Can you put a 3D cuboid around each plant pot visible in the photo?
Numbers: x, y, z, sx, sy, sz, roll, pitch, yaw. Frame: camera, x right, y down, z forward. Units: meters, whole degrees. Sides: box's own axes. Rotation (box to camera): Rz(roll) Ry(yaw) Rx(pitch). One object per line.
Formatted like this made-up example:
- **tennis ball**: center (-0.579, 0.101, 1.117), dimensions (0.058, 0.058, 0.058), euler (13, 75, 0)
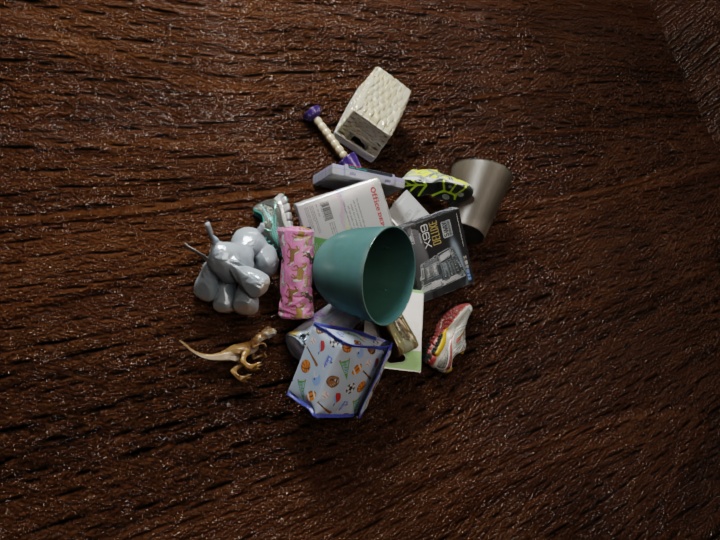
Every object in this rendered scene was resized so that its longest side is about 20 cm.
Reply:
- **plant pot**: center (-0.002, 0.002, 1.149), dimensions (0.200, 0.160, 0.202), euler (-15, 109, -52)

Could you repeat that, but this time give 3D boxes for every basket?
- **basket**: center (0.313, -0.186, 1.515), dimensions (0.136, 0.179, 0.201), euler (52, 52, -55)
- **basket**: center (0.036, -0.418, 1.461), dimensions (0.135, 0.123, 0.201), euler (31, 61, -14)

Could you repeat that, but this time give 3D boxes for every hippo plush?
- **hippo plush**: center (-0.264, -0.015, 1.160), dimensions (0.200, 0.159, 0.161), euler (48, 30, -12)

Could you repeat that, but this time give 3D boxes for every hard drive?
- **hard drive**: center (0.158, -0.106, 1.456), dimensions (0.200, 0.027, 0.132), euler (46, 47, -6)

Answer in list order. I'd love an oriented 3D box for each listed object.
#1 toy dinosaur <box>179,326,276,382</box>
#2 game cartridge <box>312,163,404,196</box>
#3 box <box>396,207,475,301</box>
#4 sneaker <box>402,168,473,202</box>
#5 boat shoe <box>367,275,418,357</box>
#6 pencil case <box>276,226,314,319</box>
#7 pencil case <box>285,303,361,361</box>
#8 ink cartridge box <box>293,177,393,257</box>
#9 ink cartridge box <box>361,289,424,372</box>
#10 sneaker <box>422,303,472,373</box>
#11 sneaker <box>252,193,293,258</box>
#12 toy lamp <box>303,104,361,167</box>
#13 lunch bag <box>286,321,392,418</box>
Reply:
- **toy dinosaur**: center (-0.260, 0.174, 1.128), dimensions (0.199, 0.061, 0.106), euler (-14, 54, -37)
- **game cartridge**: center (-0.004, -0.222, 1.361), dimensions (0.199, 0.129, 0.039), euler (7, 78, -27)
- **box**: center (0.190, -0.041, 1.378), dimensions (0.157, 0.050, 0.201), euler (-19, 105, -14)
- **sneaker**: center (0.208, -0.239, 1.468), dimensions (0.199, 0.076, 0.077), euler (14, 54, 19)
- **boat shoe**: center (0.064, 0.097, 1.252), dimensions (0.062, 0.073, 0.201), euler (-17, 76, -23)
- **pencil case**: center (-0.138, 0.007, 1.166), dimensions (0.086, 0.082, 0.202), euler (-14, 104, -72)
- **pencil case**: center (-0.074, 0.122, 1.218), dimensions (0.083, 0.091, 0.200), euler (31, 49, 29)
- **ink cartridge box**: center (-0.037, -0.115, 1.265), dimensions (0.199, 0.084, 0.146), euler (-19, 101, -8)
- **ink cartridge box**: center (0.074, 0.138, 1.295), dimensions (0.144, 0.048, 0.201), euler (7, 68, -6)
- **sneaker**: center (0.230, 0.168, 1.383), dimensions (0.082, 0.078, 0.201), euler (40, 67, -14)
- **sneaker**: center (-0.192, -0.073, 1.249), dimensions (0.091, 0.078, 0.201), euler (-13, 74, -15)
- **toy lamp**: center (-0.067, -0.331, 1.412), dimensions (0.058, 0.058, 0.201), euler (-35, 91, -33)
- **lunch bag**: center (-0.025, 0.214, 1.148), dimensions (0.199, 0.124, 0.171), euler (18, 97, -49)
